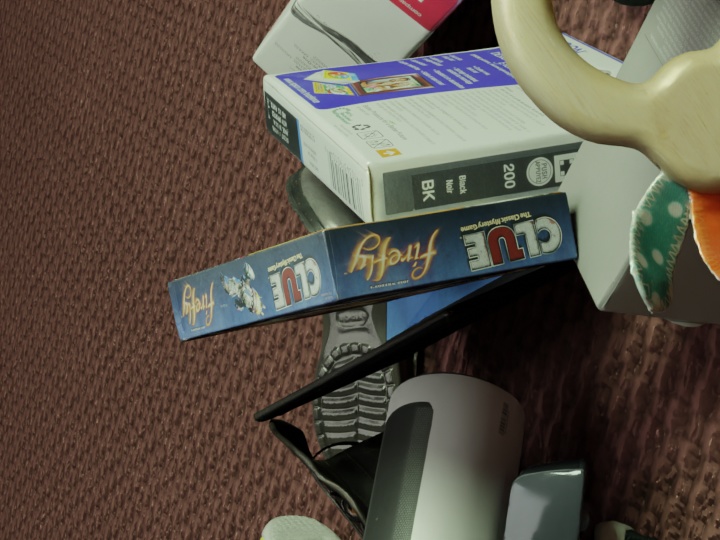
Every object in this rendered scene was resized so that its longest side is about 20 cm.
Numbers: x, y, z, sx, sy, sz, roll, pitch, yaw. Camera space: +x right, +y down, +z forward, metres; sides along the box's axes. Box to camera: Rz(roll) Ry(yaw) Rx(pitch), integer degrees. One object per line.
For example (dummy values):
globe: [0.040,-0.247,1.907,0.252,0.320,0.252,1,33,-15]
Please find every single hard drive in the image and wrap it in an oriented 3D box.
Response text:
hard drive: [0.088,0.195,0.961,0.135,0.042,0.202,23,-107,-82]

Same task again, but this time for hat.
hat: [0.033,0.141,1.162,0.081,0.201,0.201,-38,28,-3]

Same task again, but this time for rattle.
rattle: [0.123,-0.077,0.823,0.201,0.130,0.143,67,163,-1]

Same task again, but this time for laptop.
laptop: [0.034,-0.016,1.152,0.187,0.199,0.116,-31,83,45]

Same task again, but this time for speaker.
speaker: [0.038,0.159,1.022,0.081,0.081,0.201,-50,22,51]

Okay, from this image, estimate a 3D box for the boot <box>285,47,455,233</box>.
boot: [0.024,-0.077,1.200,0.131,0.070,0.200,-34,24,14]

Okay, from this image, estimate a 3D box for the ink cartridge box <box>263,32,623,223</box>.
ink cartridge box: [0.066,-0.084,1.075,0.198,0.199,0.044,-135,37,-64]

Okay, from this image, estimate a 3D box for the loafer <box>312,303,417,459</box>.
loafer: [0.015,0.052,1.314,0.073,0.071,0.202,4,96,35]

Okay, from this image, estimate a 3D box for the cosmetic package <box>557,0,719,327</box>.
cosmetic package: [0.181,-0.073,0.895,0.201,0.106,0.090,-62,32,35]

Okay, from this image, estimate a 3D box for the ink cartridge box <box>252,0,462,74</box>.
ink cartridge box: [0.024,-0.205,1.269,0.146,0.083,0.200,-59,10,-31]

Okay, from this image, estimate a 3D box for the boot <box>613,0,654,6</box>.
boot: [0.143,-0.269,1.086,0.168,0.076,0.201,-124,41,-53]

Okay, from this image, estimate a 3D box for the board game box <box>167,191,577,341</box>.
board game box: [0.000,0.000,0.977,0.200,0.135,0.035,-15,85,63]

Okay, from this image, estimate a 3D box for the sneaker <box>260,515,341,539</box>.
sneaker: [-0.037,0.266,1.331,0.200,0.075,0.106,-114,38,-51]

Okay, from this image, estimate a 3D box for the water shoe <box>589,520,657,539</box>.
water shoe: [0.150,0.176,0.933,0.200,0.078,0.072,-63,-23,-80]
